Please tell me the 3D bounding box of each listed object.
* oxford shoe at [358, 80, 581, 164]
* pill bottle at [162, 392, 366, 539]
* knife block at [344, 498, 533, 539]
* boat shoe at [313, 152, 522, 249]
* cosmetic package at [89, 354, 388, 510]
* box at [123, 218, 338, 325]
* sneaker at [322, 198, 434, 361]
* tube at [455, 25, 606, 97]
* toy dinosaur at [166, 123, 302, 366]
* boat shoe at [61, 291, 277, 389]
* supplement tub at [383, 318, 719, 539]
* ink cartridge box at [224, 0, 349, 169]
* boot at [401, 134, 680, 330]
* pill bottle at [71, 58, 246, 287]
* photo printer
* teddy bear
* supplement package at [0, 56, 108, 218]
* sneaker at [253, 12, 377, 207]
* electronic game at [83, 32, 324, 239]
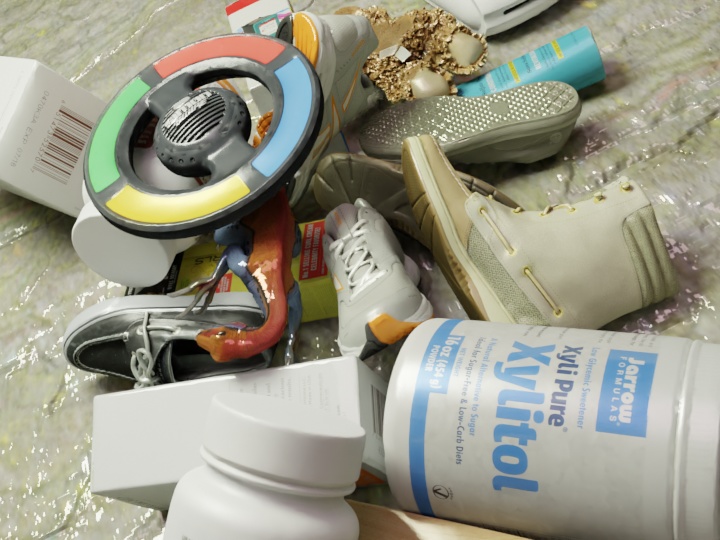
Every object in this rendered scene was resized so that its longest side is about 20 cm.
[{"bbox_3d":[0.097,-0.119,0.848,0.196,0.058,0.076,-8,49,6],"label":"oxford shoe"},{"bbox_3d":[-0.064,0.181,0.557,0.112,0.113,0.204,14,91,32],"label":"pill bottle"},{"bbox_3d":[0.085,0.192,0.579,0.174,0.064,0.201,-29,45,-4],"label":"knife block"},{"bbox_3d":[0.058,-0.057,0.812,0.198,0.073,0.066,17,15,20],"label":"boat shoe"},{"bbox_3d":[-0.079,0.119,0.679,0.196,0.101,0.073,-10,67,16],"label":"cosmetic package"},{"bbox_3d":[-0.107,0.013,0.833,0.196,0.050,0.076,-9,46,15],"label":"box"},{"bbox_3d":[0.000,0.000,0.713,0.075,0.093,0.200,-29,12,5],"label":"sneaker"},{"bbox_3d":[0.128,-0.163,0.898,0.197,0.051,0.078,-23,34,12],"label":"tube"},{"bbox_3d":[-0.082,-0.013,0.699,0.103,0.204,0.182,7,14,-18],"label":"toy dinosaur"},{"bbox_3d":[-0.161,0.068,0.791,0.195,0.075,0.069,-3,39,9],"label":"boat shoe"},{"bbox_3d":[0.125,0.102,0.596,0.197,0.133,0.133,2,51,26],"label":"supplement tub"},{"bbox_3d":[-0.078,-0.204,0.969,0.066,0.117,0.202,-22,44,3],"label":"ink cartridge box"},{"bbox_3d":[0.131,-0.037,0.718,0.153,0.072,0.202,-28,79,-5],"label":"boot"},{"bbox_3d":[-0.176,-0.088,0.845,0.110,0.113,0.202,-3,46,20],"label":"pill bottle"},{"bbox_3d":[0.144,-0.334,1.023,0.165,0.070,0.200,-33,45,-7],"label":"photo printer"},{"bbox_3d":[0.040,-0.206,0.949,0.197,0.067,0.147,9,65,38],"label":"teddy bear"},{"bbox_3d":[-0.346,-0.141,0.983,0.198,0.117,0.119,17,82,47],"label":"supplement package"},{"bbox_3d":[-0.034,-0.136,0.849,0.091,0.202,0.076,-16,56,-32],"label":"sneaker"},{"bbox_3d":[-0.122,-0.108,0.735,0.196,0.042,0.203,-10,53,14],"label":"electronic game"}]
